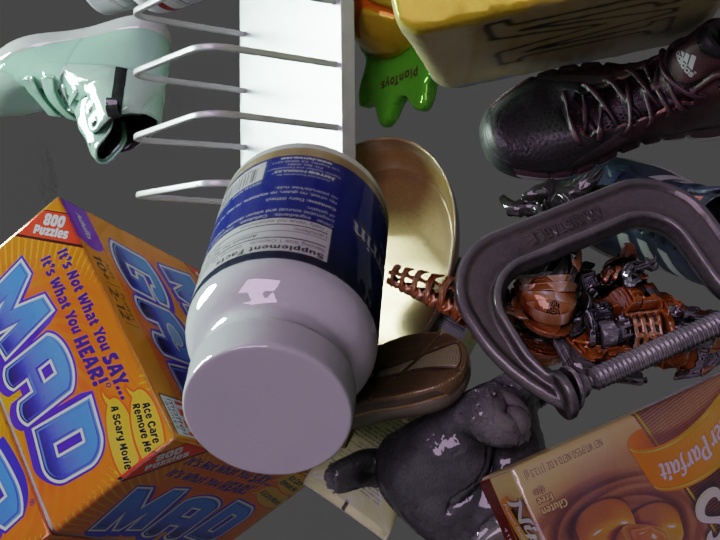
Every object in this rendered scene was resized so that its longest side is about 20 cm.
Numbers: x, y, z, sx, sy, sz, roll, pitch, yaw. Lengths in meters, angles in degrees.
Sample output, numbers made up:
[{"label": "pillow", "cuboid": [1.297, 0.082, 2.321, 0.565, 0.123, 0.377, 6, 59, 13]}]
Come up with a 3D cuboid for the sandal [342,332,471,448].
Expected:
[{"label": "sandal", "cuboid": [-0.006, 0.083, 0.711, 0.199, 0.054, 0.081, -9, 35, 41]}]

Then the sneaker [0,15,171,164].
[{"label": "sneaker", "cuboid": [-0.262, -0.147, 0.972, 0.199, 0.074, 0.119, -13, 63, 18]}]

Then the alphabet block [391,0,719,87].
[{"label": "alphabet block", "cuboid": [0.112, -0.235, 0.667, 0.195, 0.200, 0.197, -12, 89, 10]}]

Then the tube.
[{"label": "tube", "cuboid": [0.034, 0.084, 0.783, 0.201, 0.052, 0.058, -62, 24, 0]}]

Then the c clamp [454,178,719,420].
[{"label": "c clamp", "cuboid": [0.160, 0.023, 0.621, 0.198, 0.027, 0.172, -16, 64, -12]}]

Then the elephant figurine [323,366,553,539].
[{"label": "elephant figurine", "cuboid": [0.107, 0.170, 0.683, 0.155, 0.141, 0.201, -36, 76, 43]}]

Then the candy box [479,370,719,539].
[{"label": "candy box", "cuboid": [0.182, 0.132, 0.622, 0.199, 0.055, 0.116, -19, 80, -20]}]

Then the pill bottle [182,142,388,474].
[{"label": "pill bottle", "cuboid": [-0.044, 0.018, 0.668, 0.115, 0.116, 0.201, -19, 33, 18]}]

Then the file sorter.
[{"label": "file sorter", "cuboid": [-0.093, -0.148, 0.817, 0.138, 0.124, 0.202, -2, 88, 52]}]

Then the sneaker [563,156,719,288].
[{"label": "sneaker", "cuboid": [0.206, -0.035, 0.716, 0.199, 0.084, 0.075, 25, 86, 29]}]

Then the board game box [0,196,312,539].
[{"label": "board game box", "cuboid": [-0.193, 0.111, 0.790, 0.199, 0.200, 0.201, -38, 63, 10]}]

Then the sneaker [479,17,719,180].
[{"label": "sneaker", "cuboid": [0.177, -0.120, 0.701, 0.198, 0.116, 0.076, -14, 78, -7]}]

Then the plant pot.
[{"label": "plant pot", "cuboid": [0.000, 0.000, 0.804, 0.199, 0.027, 0.202, -23, 55, 38]}]

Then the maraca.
[{"label": "maraca", "cuboid": [0.034, -0.212, 0.838, 0.137, 0.106, 0.202, -16, 70, 56]}]

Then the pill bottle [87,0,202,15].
[{"label": "pill bottle", "cuboid": [-0.148, -0.290, 0.945, 0.198, 0.112, 0.113, -13, 69, 21]}]

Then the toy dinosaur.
[{"label": "toy dinosaur", "cuboid": [0.123, 0.012, 0.676, 0.136, 0.199, 0.102, -78, 16, -49]}]
